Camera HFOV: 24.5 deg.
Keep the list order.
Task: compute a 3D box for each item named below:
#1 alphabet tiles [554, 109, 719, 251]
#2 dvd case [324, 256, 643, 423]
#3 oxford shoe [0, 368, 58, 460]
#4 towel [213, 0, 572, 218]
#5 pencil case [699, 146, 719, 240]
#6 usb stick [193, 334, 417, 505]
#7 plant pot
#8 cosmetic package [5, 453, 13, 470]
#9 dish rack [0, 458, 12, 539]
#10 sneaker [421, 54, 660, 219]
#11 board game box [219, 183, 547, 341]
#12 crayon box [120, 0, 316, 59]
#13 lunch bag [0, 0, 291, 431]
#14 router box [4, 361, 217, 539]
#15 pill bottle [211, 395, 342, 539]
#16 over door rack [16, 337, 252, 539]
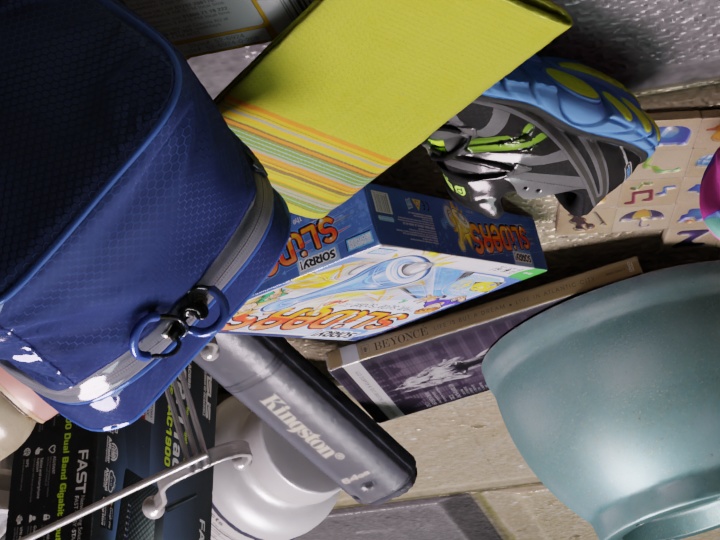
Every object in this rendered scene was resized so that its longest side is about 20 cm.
[{"bbox_3d":[0.211,-0.049,0.927,0.199,0.008,0.167,-3,156,1],"label":"alphabet tiles"},{"bbox_3d":[0.088,0.048,1.067,0.199,0.016,0.149,-18,159,7],"label":"dvd case"},{"bbox_3d":[-0.248,0.028,0.861,0.200,0.074,0.071,44,178,-13],"label":"oxford shoe"},{"bbox_3d":[-0.004,-0.075,0.686,0.086,0.018,0.200,19,151,-24],"label":"towel"},{"bbox_3d":[0.221,-0.074,0.769,0.088,0.089,0.200,-1,154,-5],"label":"pencil case"},{"bbox_3d":[-0.040,0.086,1.076,0.055,0.033,0.200,-32,121,24],"label":"usb stick"},{"bbox_3d":[0.190,0.096,1.049,0.199,0.135,0.200,-14,158,-5],"label":"plant pot"},{"bbox_3d":[-0.270,0.090,1.083,0.107,0.085,0.200,-12,156,28],"label":"cosmetic package"},{"bbox_3d":[-0.298,0.151,1.065,0.171,0.044,0.200,11,157,-20],"label":"dish rack"},{"bbox_3d":[0.055,-0.066,0.766,0.199,0.071,0.083,15,118,-38],"label":"sneaker"},{"bbox_3d":[0.000,0.000,0.904,0.135,0.035,0.200,-21,166,28],"label":"board game box"},{"bbox_3d":[-0.050,-0.155,0.599,0.125,0.052,0.200,-9,156,13],"label":"crayon box"},{"bbox_3d":[-0.123,-0.034,0.665,0.136,0.200,0.132,-47,149,-5],"label":"lunch bag"},{"bbox_3d":[-0.151,0.129,1.037,0.062,0.201,0.150,-7,157,20],"label":"router box"},{"bbox_3d":[-0.081,0.150,1.208,0.111,0.111,0.200,10,153,-28],"label":"pill bottle"},{"bbox_3d":[-0.169,0.078,0.943,0.199,0.148,0.067,-22,160,6],"label":"over door rack"}]
